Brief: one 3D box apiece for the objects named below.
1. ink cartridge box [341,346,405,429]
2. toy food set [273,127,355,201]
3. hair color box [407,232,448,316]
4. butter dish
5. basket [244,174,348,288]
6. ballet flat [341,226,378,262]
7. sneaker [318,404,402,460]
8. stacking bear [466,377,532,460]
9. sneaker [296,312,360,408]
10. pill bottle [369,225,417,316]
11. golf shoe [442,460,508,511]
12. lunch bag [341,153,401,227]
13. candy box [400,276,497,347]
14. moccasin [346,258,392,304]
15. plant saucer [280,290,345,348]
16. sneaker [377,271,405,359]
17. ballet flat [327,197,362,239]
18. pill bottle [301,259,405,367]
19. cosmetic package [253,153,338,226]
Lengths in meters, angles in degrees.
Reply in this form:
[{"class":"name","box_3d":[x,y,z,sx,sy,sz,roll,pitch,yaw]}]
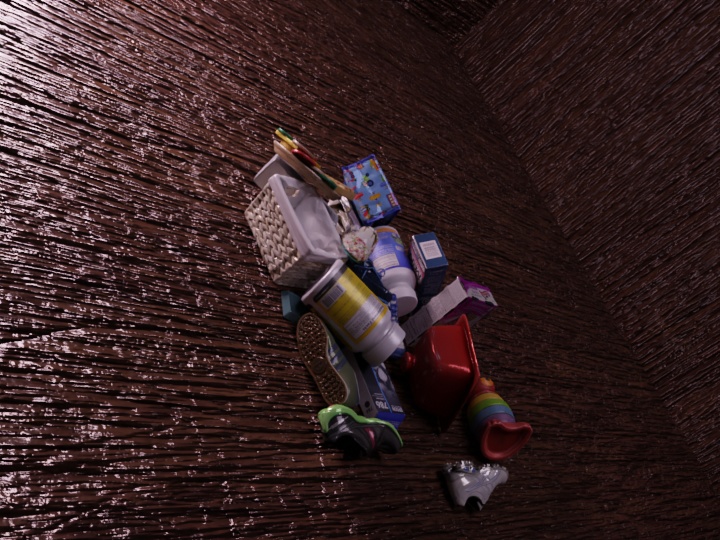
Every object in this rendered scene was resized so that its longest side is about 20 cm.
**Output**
[{"class":"ink cartridge box","box_3d":[0.030,0.245,1.632,0.099,0.039,0.203,17,43,-51]},{"class":"toy food set","box_3d":[-0.108,-0.221,1.754,0.200,0.049,0.198,43,3,33]},{"class":"hair color box","box_3d":[0.148,0.013,1.948,0.059,0.202,0.101,-10,55,-16]},{"class":"butter dish","box_3d":[0.156,0.211,1.759,0.145,0.201,0.202,14,38,-16]},{"class":"basket","box_3d":[-0.136,-0.074,1.670,0.135,0.123,0.202,11,46,-53]},{"class":"ballet flat","box_3d":[0.003,-0.064,1.707,0.075,0.064,0.200,41,9,-2]},{"class":"sneaker","box_3d":[-0.003,0.308,1.476,0.198,0.076,0.085,26,53,-37]},{"class":"stacking bear","box_3d":[0.296,0.327,1.884,0.119,0.115,0.201,9,31,-21]},{"class":"sneaker","box_3d":[-0.058,0.181,1.552,0.090,0.067,0.202,38,21,-55]},{"class":"pill bottle","box_3d":[0.067,0.004,1.915,0.111,0.112,0.202,22,38,-45]},{"class":"golf shoe","box_3d":[0.244,0.454,1.699,0.198,0.078,0.099,15,60,-43]},{"class":"lunch bag","box_3d":[0.014,-0.166,1.999,0.153,0.093,0.200,64,-13,12]},{"class":"candy box","box_3d":[0.205,0.108,1.906,0.135,0.200,0.062,15,41,-48]},{"class":"moccasin","box_3d":[0.000,0.000,1.771,0.199,0.069,0.080,36,-2,32]},{"class":"plant saucer","box_3d":[-0.081,0.104,1.654,0.199,0.019,0.071,33,32,-36]},{"class":"sneaker","box_3d":[0.051,0.097,1.800,0.202,0.088,0.075,59,25,12]},{"class":"ballet flat","box_3d":[-0.049,-0.136,1.958,0.071,0.072,0.202,27,26,-39]},{"class":"pill bottle","box_3d":[-0.012,0.087,1.602,0.200,0.114,0.114,46,26,-6]},{"class":"cosmetic package","box_3d":[-0.141,-0.161,1.810,0.200,0.074,0.102,47,11,-13]}]
